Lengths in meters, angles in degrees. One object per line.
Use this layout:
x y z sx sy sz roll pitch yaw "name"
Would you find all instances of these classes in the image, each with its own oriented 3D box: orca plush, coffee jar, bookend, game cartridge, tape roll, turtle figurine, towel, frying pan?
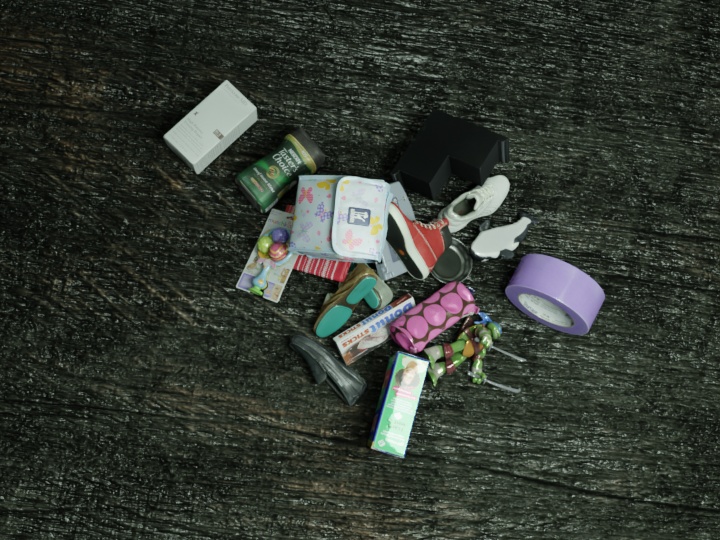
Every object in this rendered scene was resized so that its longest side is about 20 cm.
0.322 -0.070 1.567 0.105 0.071 0.200 38 58 12 "orca plush"
-0.180 -0.230 1.527 0.200 0.085 0.104 -41 86 -13 "coffee jar"
0.206 -0.238 1.533 0.199 0.092 0.200 27 74 24 "bookend"
0.072 -0.092 1.509 0.132 0.041 0.202 -20 98 -36 "game cartridge"
0.427 0.054 1.481 0.199 0.200 0.085 31 77 0 "tape roll"
0.245 0.198 1.460 0.192 0.144 0.202 -21 78 -8 "turtle figurine"
-0.100 -0.062 1.498 0.198 0.022 0.146 15 77 23 "towel"
0.224 -0.050 1.565 0.115 0.031 0.191 37 67 0 "frying pan"

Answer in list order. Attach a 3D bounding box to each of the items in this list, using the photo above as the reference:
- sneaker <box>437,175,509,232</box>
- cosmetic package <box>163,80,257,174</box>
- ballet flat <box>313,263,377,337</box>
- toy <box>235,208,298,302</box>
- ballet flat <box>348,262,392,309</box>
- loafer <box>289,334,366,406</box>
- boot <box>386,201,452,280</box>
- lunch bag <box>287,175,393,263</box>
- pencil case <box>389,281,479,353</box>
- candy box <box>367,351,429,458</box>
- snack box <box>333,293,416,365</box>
0.275 -0.161 1.558 0.199 0.099 0.078 -36 85 -12 "sneaker"
-0.340 -0.328 1.536 0.102 0.074 0.200 42 78 3 "cosmetic package"
-0.040 0.059 1.478 0.067 0.200 0.073 20 30 -36 "ballet flat"
-0.197 -0.041 1.486 0.114 0.047 0.202 18 79 23 "toy"
0.000 0.000 1.519 0.063 0.067 0.201 -29 77 -40 "ballet flat"
-0.078 0.215 1.456 0.200 0.068 0.071 38 68 -2 "loafer"
0.126 -0.100 1.478 0.144 0.072 0.201 -48 123 -23 "boot"
-0.038 -0.108 1.395 0.198 0.127 0.171 7 85 25 "lunch bag"
0.162 0.105 1.469 0.199 0.091 0.094 -33 70 -21 "pencil case"
0.076 0.283 1.409 0.076 0.169 0.202 15 77 0 "candy box"
0.038 0.130 1.490 0.199 0.024 0.072 -30 124 -12 "snack box"
